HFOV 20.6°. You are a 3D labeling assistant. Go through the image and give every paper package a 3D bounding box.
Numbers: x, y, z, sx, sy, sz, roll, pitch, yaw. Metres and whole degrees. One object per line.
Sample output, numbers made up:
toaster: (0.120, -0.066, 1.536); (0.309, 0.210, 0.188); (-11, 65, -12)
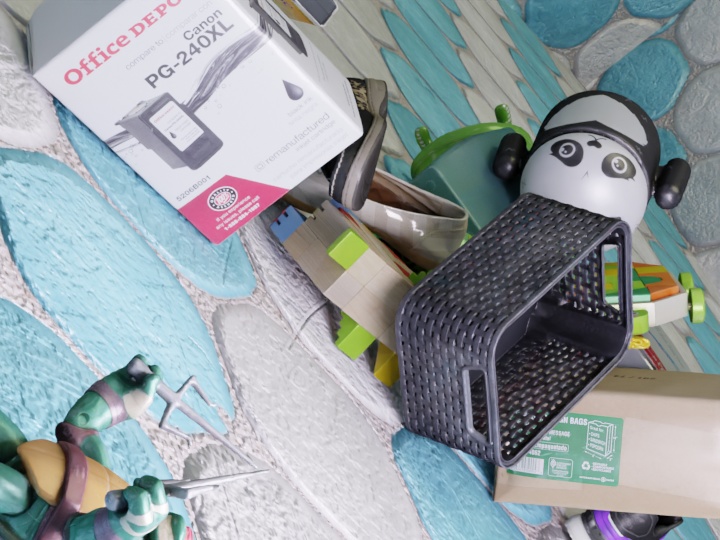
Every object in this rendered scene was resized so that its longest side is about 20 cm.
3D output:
paper package: (0.225, 0.141, 1.676); (0.191, 0.200, 0.104); (-12, 106, -76)

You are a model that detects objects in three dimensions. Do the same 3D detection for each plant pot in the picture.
plant pot: (0.099, -0.044, 1.906); (0.141, 0.141, 0.200); (55, 21, 12)

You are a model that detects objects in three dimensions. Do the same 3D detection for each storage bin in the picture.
storage bin: (0.124, 0.044, 1.557); (0.094, 0.200, 0.135); (18, -49, 32)

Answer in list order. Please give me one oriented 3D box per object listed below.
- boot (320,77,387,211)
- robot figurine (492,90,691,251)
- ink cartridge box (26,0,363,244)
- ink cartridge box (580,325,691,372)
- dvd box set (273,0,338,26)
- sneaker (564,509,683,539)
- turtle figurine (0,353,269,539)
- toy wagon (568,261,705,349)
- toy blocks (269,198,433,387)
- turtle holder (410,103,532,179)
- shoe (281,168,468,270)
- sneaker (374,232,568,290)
boot: (-0.056, -0.120, 1.602); (0.151, 0.073, 0.200); (16, 29, -4)
robot figurine: (0.219, -0.098, 1.872); (0.125, 0.150, 0.200); (55, 27, -14)
ink cartridge box: (-0.118, -0.137, 1.403); (0.200, 0.145, 0.083); (44, 18, -33)
ink cartridge box: (0.232, 0.118, 1.899); (0.083, 0.146, 0.200); (55, 14, 9)
dvd box set: (-0.124, -0.294, 1.835); (0.200, 0.029, 0.146); (24, -16, 51)
sneaker: (0.260, 0.226, 1.811); (0.070, 0.100, 0.200); (57, 15, 11)
turtle figurine: (-0.129, 0.092, 0.889); (0.200, 0.101, 0.150); (27, 9, -26)
toy wagon: (0.230, 0.030, 1.782); (0.200, 0.155, 0.040); (-87, 174, -79)
toy blocks: (0.000, 0.000, 1.595); (0.200, 0.100, 0.137); (40, 7, -44)
turtle holder: (0.126, -0.081, 2.142); (0.186, 0.141, 0.132); (120, -43, -62)
shoe: (0.000, -0.070, 1.665); (0.200, 0.053, 0.070); (28, 44, 1)
sneaker: (0.090, -0.002, 1.727); (0.084, 0.200, 0.074); (-7, 101, -71)
